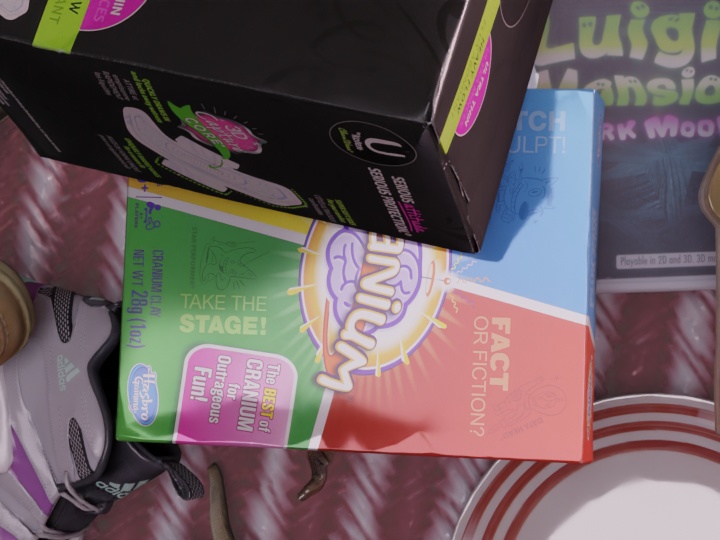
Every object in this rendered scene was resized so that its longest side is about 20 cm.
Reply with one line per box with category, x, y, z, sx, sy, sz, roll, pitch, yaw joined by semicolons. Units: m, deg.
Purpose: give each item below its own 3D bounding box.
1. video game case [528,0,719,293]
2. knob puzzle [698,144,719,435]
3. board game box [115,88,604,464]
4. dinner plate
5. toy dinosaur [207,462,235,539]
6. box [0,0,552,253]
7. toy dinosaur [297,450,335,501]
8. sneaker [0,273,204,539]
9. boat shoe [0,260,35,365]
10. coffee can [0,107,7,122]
video game case;0.160;-0.083;0.834;0.198;0.023;0.184;-2;94;-4
knob puzzle;0.230;-0.024;0.817;0.218;0.030;0.222;1;86;-16
board game box;0.000;0.000;0.808;0.198;0.040;0.155;1;87;12
dinner plate;0.137;0.155;0.885;0.198;0.024;0.202;1;95;12
toy dinosaur;-0.020;0.178;0.886;0.047;0.088;0.200;-41;86;12
box;-0.035;-0.113;0.746;0.198;0.124;0.150;14;73;16
toy dinosaur;-0.010;0.011;0.876;0.200;0.086;0.136;-38;80;6
sneaker;-0.134;0.107;0.895;0.139;0.078;0.202;5;97;26
boat shoe;-0.241;0.043;0.853;0.198;0.063;0.074;-14;118;8
coffee can;-0.229;-0.109;0.875;0.199;0.146;0.147;-35;87;12
